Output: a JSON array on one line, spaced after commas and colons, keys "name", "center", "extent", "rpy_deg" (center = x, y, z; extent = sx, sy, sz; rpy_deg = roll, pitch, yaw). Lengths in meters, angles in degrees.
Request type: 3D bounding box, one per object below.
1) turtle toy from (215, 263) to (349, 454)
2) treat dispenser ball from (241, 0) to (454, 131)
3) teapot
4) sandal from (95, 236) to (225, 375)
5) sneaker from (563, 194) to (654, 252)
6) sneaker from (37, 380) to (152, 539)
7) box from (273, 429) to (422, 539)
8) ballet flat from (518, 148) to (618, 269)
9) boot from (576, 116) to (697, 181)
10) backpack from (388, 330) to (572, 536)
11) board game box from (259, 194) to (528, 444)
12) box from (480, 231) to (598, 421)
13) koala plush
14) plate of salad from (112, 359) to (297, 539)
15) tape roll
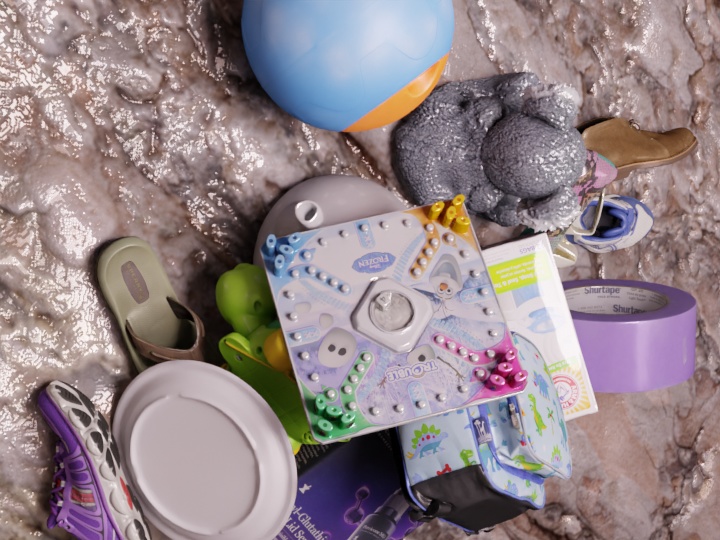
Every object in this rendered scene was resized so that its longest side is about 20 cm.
[{"name": "turtle toy", "center": [-0.071, 0.084, 1.198], "extent": [0.200, 0.146, 0.101], "rpy_deg": [51, 47, -7]}, {"name": "treat dispenser ball", "center": [-0.012, -0.232, 1.183], "extent": [0.201, 0.201, 0.201], "rpy_deg": [-9, 105, -35]}, {"name": "teapot", "center": [0.000, 0.000, 1.276], "extent": [0.200, 0.146, 0.198], "rpy_deg": [-17, 110, -34]}, {"name": "sandal", "center": [-0.188, 0.059, 1.201], "extent": [0.080, 0.057, 0.201], "rpy_deg": [-42, 124, -22]}, {"name": "sneaker", "center": [0.302, -0.054, 1.528], "extent": [0.200, 0.088, 0.075], "rpy_deg": [-2, 99, -38]}, {"name": "sneaker", "center": [-0.262, 0.201, 1.168], "extent": [0.083, 0.081, 0.200], "rpy_deg": [-19, 102, -4]}, {"name": "box", "center": [-0.026, 0.219, 1.288], "extent": [0.200, 0.104, 0.148], "rpy_deg": [-37, 121, 1]}, {"name": "ballet flat", "center": [0.229, -0.049, 1.429], "extent": [0.071, 0.069, 0.200], "rpy_deg": [24, 122, -9]}, {"name": "boot", "center": [0.340, -0.160, 1.550], "extent": [0.200, 0.074, 0.076], "rpy_deg": [-17, 100, -31]}, {"name": "backpack", "center": [0.112, 0.133, 1.206], "extent": [0.183, 0.147, 0.200], "rpy_deg": [33, 37, -59]}, {"name": "board game box", "center": [0.029, 0.037, 1.124], "extent": [0.200, 0.026, 0.200], "rpy_deg": [-13, 67, -11]}, {"name": "box", "center": [0.169, 0.069, 1.349], "extent": [0.112, 0.101, 0.200], "rpy_deg": [-16, 91, 0]}, {"name": "koala plush", "center": [0.159, -0.122, 1.334], "extent": [0.184, 0.200, 0.178], "rpy_deg": [-4, 103, -36]}, {"name": "plate of salad", "center": [-0.146, 0.176, 1.191], "extent": [0.048, 0.200, 0.200], "rpy_deg": [-35, 123, -60]}, {"name": "tape roll", "center": [0.293, 0.073, 1.476], "extent": [0.200, 0.200, 0.085], "rpy_deg": [-11, 107, -35]}]
